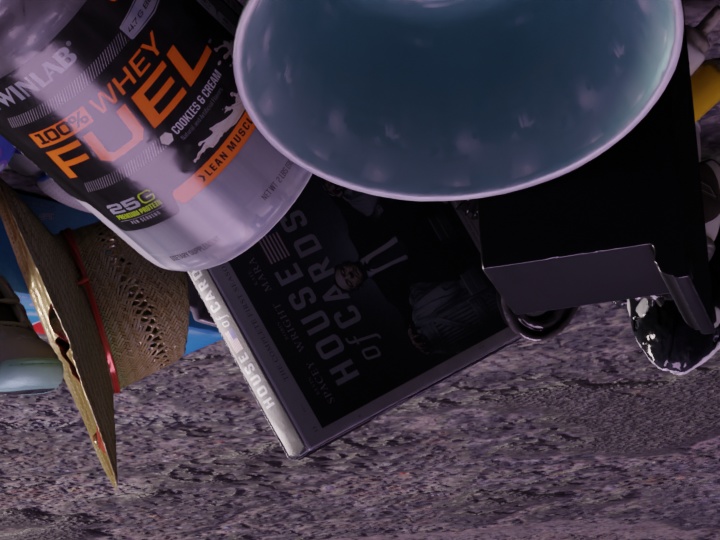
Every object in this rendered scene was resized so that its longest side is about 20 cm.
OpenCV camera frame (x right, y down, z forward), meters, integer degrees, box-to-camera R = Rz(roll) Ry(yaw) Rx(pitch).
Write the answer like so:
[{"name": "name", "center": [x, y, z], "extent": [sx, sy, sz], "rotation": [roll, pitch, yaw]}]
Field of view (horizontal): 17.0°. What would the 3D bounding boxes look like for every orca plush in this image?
[{"name": "orca plush", "center": [0.216, -0.018, 1.469], "extent": [0.105, 0.200, 0.072], "rotation": [26, 128, 23]}]

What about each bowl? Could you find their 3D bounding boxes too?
[{"name": "bowl", "center": [0.039, -0.135, 1.090], "extent": [0.199, 0.106, 0.201], "rotation": [-4, 142, -3]}]

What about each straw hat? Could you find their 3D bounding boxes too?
[{"name": "straw hat", "center": [-0.141, 0.018, 1.395], "extent": [0.085, 0.202, 0.201], "rotation": [-22, 163, -9]}]

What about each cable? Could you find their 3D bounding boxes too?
[{"name": "cable", "center": [0.120, -0.062, 1.271], "extent": [0.097, 0.201, 0.050], "rotation": [31, 178, -17]}]

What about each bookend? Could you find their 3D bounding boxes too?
[{"name": "bookend", "center": [0.066, -0.064, 1.199], "extent": [0.197, 0.202, 0.092], "rotation": [-9, 160, 14]}]

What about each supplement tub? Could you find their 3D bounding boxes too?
[{"name": "supplement tub", "center": [-0.118, -0.100, 1.120], "extent": [0.122, 0.123, 0.200], "rotation": [-19, 133, 38]}]

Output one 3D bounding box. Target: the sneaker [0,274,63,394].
[{"name": "sneaker", "center": [-0.237, -0.009, 1.401], "extent": [0.199, 0.141, 0.077], "rotation": [16, -171, 43]}]

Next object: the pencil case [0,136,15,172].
[{"name": "pencil case", "center": [-0.233, -0.103, 1.221], "extent": [0.086, 0.079, 0.200], "rotation": [-15, 159, 1]}]

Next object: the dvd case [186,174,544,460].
[{"name": "dvd case", "center": [0.000, 0.000, 1.326], "extent": [0.199, 0.151, 0.025], "rotation": [-26, 174, -41]}]

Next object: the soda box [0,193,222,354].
[{"name": "soda box", "center": [-0.181, 0.003, 1.548], "extent": [0.199, 0.068, 0.064], "rotation": [13, 155, -38]}]

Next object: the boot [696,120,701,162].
[{"name": "boot", "center": [0.120, -0.034, 1.446], "extent": [0.073, 0.096, 0.199], "rotation": [15, 154, -41]}]

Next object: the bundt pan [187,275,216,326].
[{"name": "bundt pan", "center": [-0.020, -0.017, 1.467], "extent": [0.200, 0.076, 0.202], "rotation": [8, 154, 4]}]

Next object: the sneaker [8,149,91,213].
[{"name": "sneaker", "center": [-0.144, -0.078, 1.303], "extent": [0.145, 0.081, 0.200], "rotation": [-16, 163, 21]}]

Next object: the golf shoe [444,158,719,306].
[{"name": "golf shoe", "center": [0.112, -0.063, 1.350], "extent": [0.199, 0.095, 0.078], "rotation": [30, 156, -5]}]
